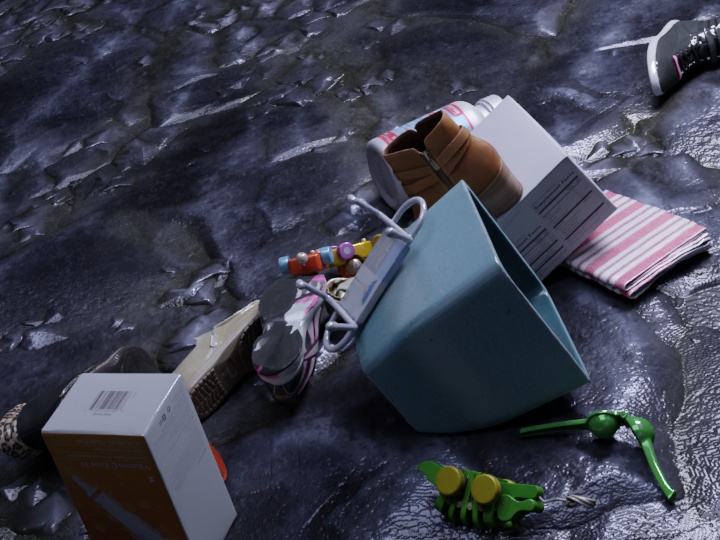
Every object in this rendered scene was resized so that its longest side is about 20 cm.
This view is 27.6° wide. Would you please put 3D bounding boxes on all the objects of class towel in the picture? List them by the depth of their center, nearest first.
[{"bbox_3d":[0.318,-0.033,1.820,0.146,0.030,0.200,-31,32,-21],"label":"towel"}]

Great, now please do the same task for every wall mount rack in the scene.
[{"bbox_3d":[0.000,0.000,1.582,0.200,0.074,0.174,-58,24,6],"label":"wall mount rack"}]

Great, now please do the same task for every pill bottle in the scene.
[{"bbox_3d":[0.116,-0.169,2.042,0.199,0.109,0.109,-26,33,-15],"label":"pill bottle"}]

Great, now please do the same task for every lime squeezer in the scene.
[{"bbox_3d":[0.261,0.178,1.523,0.200,0.038,0.071,21,79,43],"label":"lime squeezer"}]

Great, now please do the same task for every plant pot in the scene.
[{"bbox_3d":[0.102,0.062,1.625,0.200,0.196,0.196,-34,30,11],"label":"plant pot"}]

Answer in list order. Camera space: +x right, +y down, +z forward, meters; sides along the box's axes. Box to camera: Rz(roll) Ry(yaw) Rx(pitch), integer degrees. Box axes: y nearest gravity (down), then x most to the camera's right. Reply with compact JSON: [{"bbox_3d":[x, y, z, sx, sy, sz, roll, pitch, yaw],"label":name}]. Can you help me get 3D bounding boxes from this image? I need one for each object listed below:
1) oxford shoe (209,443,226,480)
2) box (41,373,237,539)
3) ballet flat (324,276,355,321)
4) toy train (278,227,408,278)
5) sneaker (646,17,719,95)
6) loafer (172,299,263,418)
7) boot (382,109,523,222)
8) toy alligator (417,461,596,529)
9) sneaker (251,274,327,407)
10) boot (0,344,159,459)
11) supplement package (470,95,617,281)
[{"bbox_3d":[-0.213,0.206,1.672,0.073,0.071,0.200,-43,30,-8],"label":"oxford shoe"},{"bbox_3d":[-0.227,0.214,1.525,0.124,0.201,0.098,-2,35,23],"label":"box"},{"bbox_3d":[0.043,0.035,1.804,0.199,0.070,0.070,1,36,25],"label":"ballet flat"},{"bbox_3d":[0.003,-0.013,1.870,0.199,0.056,0.150,-13,1,8],"label":"toy train"},{"bbox_3d":[0.483,-0.319,2.136,0.099,0.071,0.200,-3,30,30],"label":"sneaker"},{"bbox_3d":[-0.167,0.097,1.795,0.068,0.076,0.200,18,46,34],"label":"loafer"},{"bbox_3d":[0.076,-0.085,1.725,0.200,0.155,0.077,-37,35,21],"label":"boot"},{"bbox_3d":[0.140,0.235,1.468,0.199,0.059,0.055,9,82,33],"label":"toy alligator"},{"bbox_3d":[-0.085,0.086,1.762,0.080,0.087,0.200,0,37,17],"label":"sneaker"},{"bbox_3d":[-0.337,0.160,1.766,0.150,0.073,0.200,-27,4,18],"label":"boot"},{"bbox_3d":[0.198,-0.099,1.841,0.156,0.111,0.200,-45,32,9],"label":"supplement package"}]
